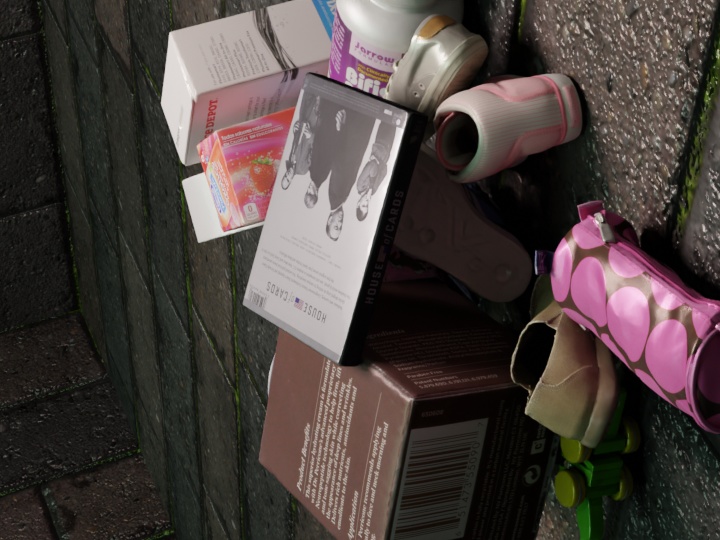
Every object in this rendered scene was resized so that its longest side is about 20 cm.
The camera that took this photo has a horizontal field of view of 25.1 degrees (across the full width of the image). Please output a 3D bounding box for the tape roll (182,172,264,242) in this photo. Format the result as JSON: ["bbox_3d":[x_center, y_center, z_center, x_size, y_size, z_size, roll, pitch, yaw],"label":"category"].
[{"bbox_3d":[-0.086,-0.089,1.726,0.202,0.201,0.072,170,84,-72],"label":"tape roll"}]

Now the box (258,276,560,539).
[{"bbox_3d":[0.040,0.124,1.338,0.200,0.163,0.168,38,125,48],"label":"box"}]

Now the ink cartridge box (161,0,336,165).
[{"bbox_3d":[-0.098,-0.198,1.663,0.146,0.198,0.085,112,138,-62],"label":"ink cartridge box"}]

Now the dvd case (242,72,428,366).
[{"bbox_3d":[-0.023,-0.043,1.278,0.150,0.025,0.202,28,106,51],"label":"dvd case"}]

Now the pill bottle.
[{"bbox_3d":[0.031,-0.205,1.406,0.201,0.111,0.113,98,151,-53],"label":"pill bottle"}]

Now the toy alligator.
[{"bbox_3d":[0.186,0.123,1.290,0.054,0.059,0.202,37,127,56],"label":"toy alligator"}]

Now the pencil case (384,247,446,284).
[{"bbox_3d":[0.051,0.037,1.607,0.083,0.086,0.202,-27,-77,-77],"label":"pencil case"}]

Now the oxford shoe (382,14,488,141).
[{"bbox_3d":[0.049,-0.150,1.348,0.058,0.075,0.200,46,152,8],"label":"oxford shoe"}]

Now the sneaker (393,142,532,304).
[{"bbox_3d":[0.058,-0.056,1.379,0.199,0.081,0.147,39,-173,-15],"label":"sneaker"}]

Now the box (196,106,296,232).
[{"bbox_3d":[-0.048,-0.112,1.582,0.103,0.198,0.096,169,84,-73],"label":"box"}]

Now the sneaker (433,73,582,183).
[{"bbox_3d":[0.094,-0.113,1.307,0.200,0.104,0.076,174,78,-74],"label":"sneaker"}]

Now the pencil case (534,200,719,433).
[{"bbox_3d":[0.206,0.028,1.115,0.200,0.090,0.095,-137,42,-55],"label":"pencil case"}]

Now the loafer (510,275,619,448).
[{"bbox_3d":[0.152,0.054,1.240,0.201,0.067,0.077,-95,24,-61],"label":"loafer"}]

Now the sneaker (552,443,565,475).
[{"bbox_3d":[0.137,0.082,1.412,0.200,0.074,0.107,38,137,48],"label":"sneaker"}]
